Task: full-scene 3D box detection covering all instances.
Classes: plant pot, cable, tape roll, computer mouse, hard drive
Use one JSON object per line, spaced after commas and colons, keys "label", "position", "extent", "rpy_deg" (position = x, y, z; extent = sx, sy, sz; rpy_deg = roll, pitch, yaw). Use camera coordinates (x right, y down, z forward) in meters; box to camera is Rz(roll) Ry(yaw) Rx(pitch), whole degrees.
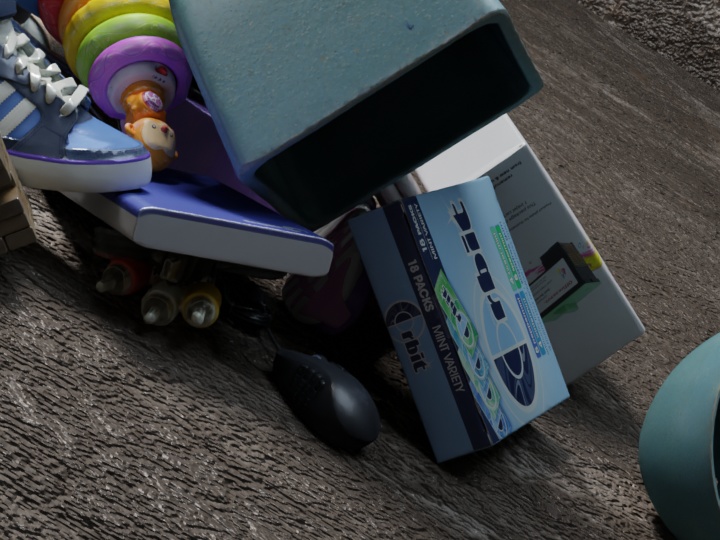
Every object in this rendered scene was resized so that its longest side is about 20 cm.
{"label": "plant pot", "position": [-0.022, -0.173, 1.639], "extent": [0.200, 0.196, 0.196], "rpy_deg": [60, 5, 16]}
{"label": "cable", "position": [-0.111, 0.000, 1.599], "extent": [0.097, 0.050, 0.200], "rpy_deg": [21, 10, 13]}
{"label": "plant pot", "position": [0.273, 0.127, 1.730], "extent": [0.200, 0.201, 0.135], "rpy_deg": [23, -16, -31]}
{"label": "tape roll", "position": [-0.111, -0.110, 1.872], "extent": [0.200, 0.066, 0.200], "rpy_deg": [31, 16, -10]}
{"label": "computer mouse", "position": [-0.041, 0.048, 1.594], "extent": [0.059, 0.034, 0.200], "rpy_deg": [18, 21, -40]}
{"label": "hard drive", "position": [-0.116, -0.039, 1.588], "extent": [0.132, 0.025, 0.200], "rpy_deg": [10, 9, -26]}

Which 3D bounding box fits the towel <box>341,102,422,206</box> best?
{"label": "towel", "position": [0.016, -0.079, 1.850], "extent": [0.191, 0.032, 0.200], "rpy_deg": [59, -1, -26]}

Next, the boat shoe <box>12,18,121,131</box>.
{"label": "boat shoe", "position": [-0.242, -0.130, 1.668], "extent": [0.200, 0.072, 0.072], "rpy_deg": [24, 19, -28]}

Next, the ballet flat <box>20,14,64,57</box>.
{"label": "ballet flat", "position": [-0.276, -0.181, 1.797], "extent": [0.200, 0.068, 0.067], "rpy_deg": [30, 35, 10]}

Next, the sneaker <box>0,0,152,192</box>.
{"label": "sneaker", "position": [-0.214, -0.135, 1.511], "extent": [0.199, 0.147, 0.081], "rpy_deg": [12, 13, 2]}

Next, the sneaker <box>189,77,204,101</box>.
{"label": "sneaker", "position": [-0.148, -0.191, 1.793], "extent": [0.200, 0.071, 0.099], "rpy_deg": [34, 11, -8]}

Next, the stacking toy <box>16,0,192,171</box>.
{"label": "stacking toy", "position": [-0.153, -0.141, 1.656], "extent": [0.116, 0.110, 0.200], "rpy_deg": [30, 30, -39]}

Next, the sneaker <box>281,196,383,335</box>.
{"label": "sneaker", "position": [0.000, 0.000, 1.752], "extent": [0.088, 0.080, 0.200], "rpy_deg": [46, 15, -15]}

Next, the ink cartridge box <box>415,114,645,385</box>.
{"label": "ink cartridge box", "position": [0.121, -0.031, 1.897], "extent": [0.200, 0.084, 0.145], "rpy_deg": [55, 4, -29]}

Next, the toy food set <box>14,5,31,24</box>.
{"label": "toy food set", "position": [-0.282, -0.232, 1.674], "extent": [0.200, 0.144, 0.061], "rpy_deg": [-5, 57, -37]}

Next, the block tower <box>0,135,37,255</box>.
{"label": "block tower", "position": [-0.246, -0.101, 1.422], "extent": [0.058, 0.054, 0.200], "rpy_deg": [-116, -175, -63]}

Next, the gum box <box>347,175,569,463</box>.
{"label": "gum box", "position": [0.070, 0.029, 1.688], "extent": [0.170, 0.044, 0.200], "rpy_deg": [70, 20, 0]}
